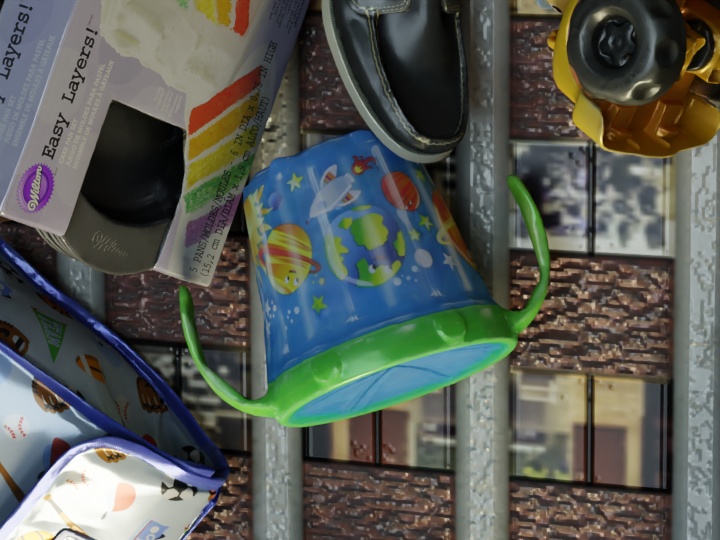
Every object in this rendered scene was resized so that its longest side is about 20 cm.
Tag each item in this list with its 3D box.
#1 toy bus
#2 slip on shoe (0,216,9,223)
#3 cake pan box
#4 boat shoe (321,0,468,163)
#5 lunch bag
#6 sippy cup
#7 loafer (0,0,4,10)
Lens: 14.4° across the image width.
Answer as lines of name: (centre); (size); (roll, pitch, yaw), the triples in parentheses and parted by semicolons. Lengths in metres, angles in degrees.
toy bus: (0.131, -0.183, 1.423); (0.192, 0.135, 0.201); (35, 114, 29)
slip on shoe: (-0.182, -0.064, 1.608); (0.199, 0.076, 0.061); (-9, 51, 16)
cake pan box: (-0.116, -0.100, 1.477); (0.052, 0.184, 0.201); (19, 88, 37)
boat shoe: (0.021, -0.157, 1.475); (0.068, 0.071, 0.201); (-22, 76, 63)
lunch bag: (-0.194, 0.112, 1.612); (0.200, 0.124, 0.170); (40, 112, -2)
sippy cup: (0.000, 0.000, 1.507); (0.139, 0.177, 0.131); (-34, 71, 52)
loafer: (-0.262, -0.146, 1.626); (0.200, 0.076, 0.068); (41, 113, 23)
